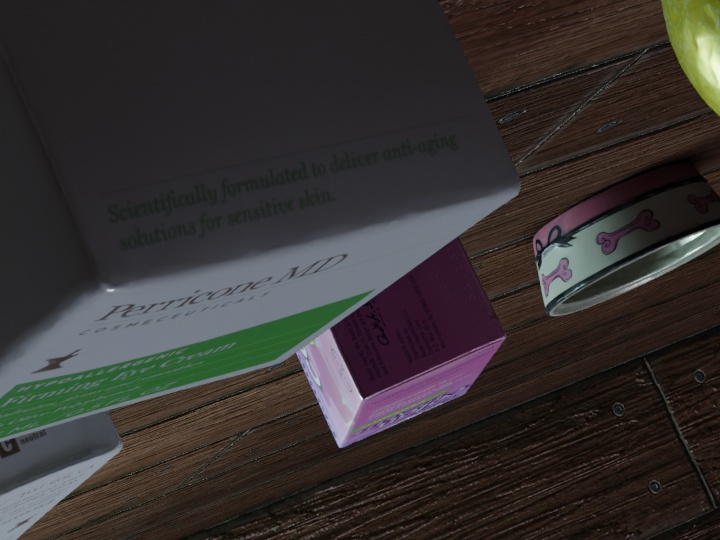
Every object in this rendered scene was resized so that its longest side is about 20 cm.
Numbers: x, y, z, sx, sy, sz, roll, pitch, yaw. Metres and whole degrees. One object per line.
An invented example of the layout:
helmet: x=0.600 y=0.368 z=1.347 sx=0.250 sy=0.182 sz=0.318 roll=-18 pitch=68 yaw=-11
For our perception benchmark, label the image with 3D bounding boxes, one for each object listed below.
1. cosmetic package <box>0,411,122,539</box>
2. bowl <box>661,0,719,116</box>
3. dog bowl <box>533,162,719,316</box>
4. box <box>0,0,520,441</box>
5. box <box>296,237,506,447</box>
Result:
cosmetic package: x=-0.261 y=0.080 z=1.302 sx=0.167 sy=0.167 sz=0.200 roll=-23 pitch=171 yaw=-32
bowl: x=0.206 y=-0.167 z=1.246 sx=0.108 sy=0.201 sz=0.200 roll=18 pitch=-169 yaw=26
dog bowl: x=0.249 y=-0.032 z=2.242 sx=0.200 sy=0.074 sz=0.200 roll=-24 pitch=170 yaw=-5
box: x=-0.093 y=-0.063 z=0.865 sx=0.199 sy=0.200 sz=0.171 roll=-14 pitch=164 yaw=-42
box: x=0.000 y=0.000 z=1.498 sx=0.097 sy=0.176 sz=0.200 roll=-23 pitch=171 yaw=-8
